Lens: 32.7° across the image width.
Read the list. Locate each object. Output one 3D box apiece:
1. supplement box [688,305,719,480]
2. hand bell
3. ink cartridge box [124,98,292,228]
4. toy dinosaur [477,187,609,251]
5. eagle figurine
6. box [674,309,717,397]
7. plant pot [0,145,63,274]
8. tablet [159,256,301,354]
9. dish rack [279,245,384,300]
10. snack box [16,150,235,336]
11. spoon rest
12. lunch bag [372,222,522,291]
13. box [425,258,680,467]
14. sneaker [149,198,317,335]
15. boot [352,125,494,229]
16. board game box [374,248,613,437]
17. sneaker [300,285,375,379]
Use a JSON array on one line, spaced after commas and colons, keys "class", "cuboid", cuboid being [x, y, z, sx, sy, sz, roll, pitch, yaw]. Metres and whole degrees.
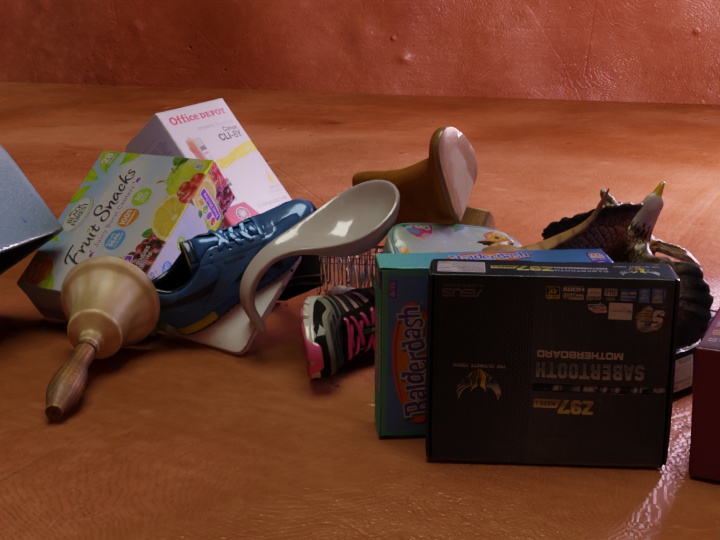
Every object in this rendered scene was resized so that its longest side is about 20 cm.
[{"class": "supplement box", "cuboid": [0.334, 0.090, 1.022, 0.085, 0.112, 0.200, 6, 16, 24]}, {"class": "hand bell", "cuboid": [-0.260, 0.079, 1.162, 0.102, 0.105, 0.201, 1, 28, 3]}, {"class": "ink cartridge box", "cuboid": [-0.189, -0.113, 1.587, 0.083, 0.201, 0.145, -40, -9, 34]}, {"class": "toy dinosaur", "cuboid": [0.139, -0.007, 1.087, 0.198, 0.061, 0.106, -25, 1, 11]}, {"class": "eagle figurine", "cuboid": [0.250, -0.015, 1.155, 0.149, 0.153, 0.200, -2, 19, 14]}, {"class": "box", "cuboid": [0.270, 0.066, 1.232, 0.158, 0.047, 0.199, -14, 20, -39]}, {"class": "plant pot", "cuboid": [-0.477, -0.066, 1.288, 0.195, 0.202, 0.196, -30, 1, 28]}, {"class": "tablet", "cuboid": [-0.165, 0.016, 1.325, 0.198, 0.014, 0.131, 13, 62, 38]}, {"class": "dish rack", "cuboid": [0.000, 0.000, 1.386, 0.197, 0.055, 0.153, 0, -7, -20]}, {"class": "snack box", "cuboid": [-0.258, -0.035, 1.360, 0.167, 0.068, 0.201, 8, 54, 30]}, {"class": "spoon rest", "cuboid": [-0.043, -0.024, 1.227, 0.199, 0.061, 0.099, -40, 33, -2]}, {"class": "lunch bag", "cuboid": [0.099, 0.035, 1.175, 0.158, 0.078, 0.201, -1, 36, -19]}, {"class": "box", "cuboid": [0.151, 0.074, 0.990, 0.197, 0.160, 0.051, 2, 16, 5]}, {"class": "sneaker", "cuboid": [-0.133, -0.017, 1.268, 0.199, 0.079, 0.066, -37, 42, -2]}, {"class": "boot", "cuboid": [0.052, -0.087, 1.271, 0.142, 0.072, 0.202, 12, -24, 25]}, {"class": "board game box", "cuboid": [0.111, 0.062, 1.047, 0.197, 0.154, 0.045, -1, 17, -5]}, {"class": "sneaker", "cuboid": [-0.003, 0.055, 1.217, 0.086, 0.075, 0.200, -3, 10, 13]}]
